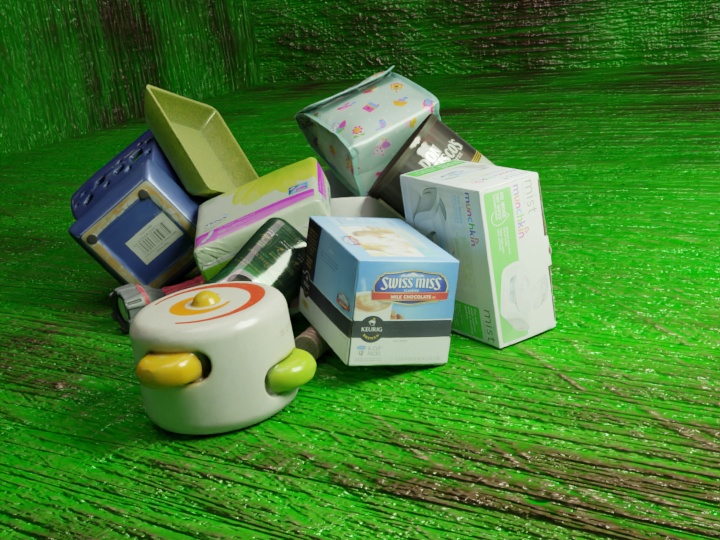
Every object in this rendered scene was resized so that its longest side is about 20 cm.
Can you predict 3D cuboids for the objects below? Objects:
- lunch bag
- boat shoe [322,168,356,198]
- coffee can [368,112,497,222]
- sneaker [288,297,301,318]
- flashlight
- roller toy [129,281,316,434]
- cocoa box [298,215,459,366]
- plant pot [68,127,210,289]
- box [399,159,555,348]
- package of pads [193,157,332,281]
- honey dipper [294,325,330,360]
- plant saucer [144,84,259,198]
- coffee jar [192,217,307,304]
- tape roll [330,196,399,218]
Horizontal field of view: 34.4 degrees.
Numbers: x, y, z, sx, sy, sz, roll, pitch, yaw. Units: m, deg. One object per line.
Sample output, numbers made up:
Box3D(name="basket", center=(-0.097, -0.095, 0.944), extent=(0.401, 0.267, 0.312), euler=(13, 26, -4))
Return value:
Box3D(name="lunch bag", center=(0.010, -0.226, 1.783), extent=(0.170, 0.122, 0.200), euler=(-28, 43, -15))
Box3D(name="boat shoe", center=(0.021, -0.127, 1.843), extent=(0.201, 0.075, 0.086), euler=(-9, -13, -5))
Box3D(name="coffee can", center=(0.132, -0.104, 1.647), extent=(0.147, 0.200, 0.146), euler=(-51, 5, 6))
Box3D(name="sneaker", center=(-0.062, 0.005, 1.596), extent=(0.199, 0.082, 0.070), euler=(-22, 10, 7))
Box3D(name="flashlight", center=(-0.268, 0.030, 1.714), extent=(0.199, 0.068, 0.068), euler=(-21, 19, -33))
Box3D(name="roller toy", center=(-0.168, 0.091, 1.328), extent=(0.199, 0.140, 0.182), euler=(-16, 17, -21))
Box3D(name="cocoa box", center=(0.018, 0.020, 1.418), extent=(0.133, 0.132, 0.200), euler=(1, 17, -20))
Box3D(name="plant pot", center=(-0.321, -0.078, 1.795), extent=(0.200, 0.200, 0.180), euler=(-39, 20, 11))
Box3D(name="box", center=(0.148, -0.026, 1.455), extent=(0.096, 0.201, 0.176), euler=(-18, 20, -27))
Box3D(name="package of pads", center=(-0.138, -0.075, 1.647), extent=(0.199, 0.068, 0.155), euler=(-22, 28, 8))
Box3D(name="honey dipper", center=(-0.034, 0.069, 1.518), extent=(0.038, 0.038, 0.200), euler=(-2, 16, 22))
Box3D(name="plant saucer", center=(-0.245, -0.179, 1.797), extent=(0.048, 0.200, 0.200), euler=(-38, -17, 18))
Box3D(name="coffee jar", center=(-0.146, 0.029, 1.500), extent=(0.200, 0.104, 0.085), euler=(-44, -7, -29))
Box3D(name="tape roll", center=(-0.001, -0.066, 1.780), extent=(0.201, 0.071, 0.202), euler=(-3, -4, 0))
